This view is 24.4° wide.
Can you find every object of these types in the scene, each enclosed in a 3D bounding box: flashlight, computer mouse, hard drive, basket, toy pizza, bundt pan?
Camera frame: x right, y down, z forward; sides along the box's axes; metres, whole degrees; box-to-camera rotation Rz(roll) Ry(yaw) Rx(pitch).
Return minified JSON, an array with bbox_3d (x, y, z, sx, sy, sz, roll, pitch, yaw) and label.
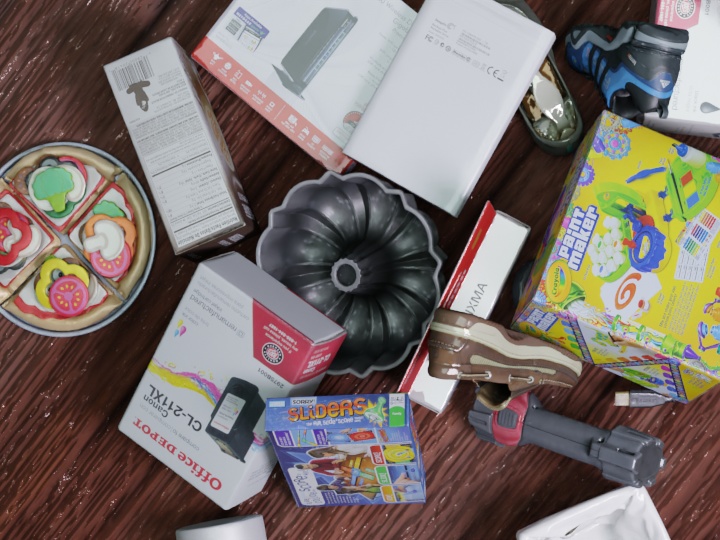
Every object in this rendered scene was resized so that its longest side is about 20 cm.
[{"bbox_3d":[0.198,0.156,1.593,0.198,0.068,0.068,16,53,39],"label":"flashlight"},{"bbox_3d":[0.243,0.064,1.649,0.197,0.046,0.142,5,79,-5],"label":"computer mouse"},{"bbox_3d":[0.086,-0.172,1.631,0.131,0.027,0.202,29,90,13],"label":"hard drive"},{"bbox_3d":[0.241,0.316,1.593,0.134,0.123,0.202,-22,84,0],"label":"basket"},{"bbox_3d":[-0.310,-0.033,1.718,0.197,0.032,0.203,0,87,6],"label":"toy pizza"},{"bbox_3d":[0.000,0.000,1.644,0.199,0.076,0.205,3,98,23],"label":"bundt pan"}]

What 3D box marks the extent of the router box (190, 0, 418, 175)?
[{"bbox_3d":[-0.041,-0.224,1.692,0.199,0.049,0.180,38,91,6],"label":"router box"}]

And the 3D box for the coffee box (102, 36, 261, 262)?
[{"bbox_3d":[-0.177,-0.118,1.669,0.079,0.114,0.202,-22,86,4],"label":"coffee box"}]

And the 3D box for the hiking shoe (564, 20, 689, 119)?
[{"bbox_3d":[0.242,-0.189,1.591,0.073,0.200,0.088,9,93,-14],"label":"hiking shoe"}]

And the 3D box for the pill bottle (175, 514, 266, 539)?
[{"bbox_3d":[-0.123,0.348,1.637,0.113,0.114,0.203,-10,86,5],"label":"pill bottle"}]

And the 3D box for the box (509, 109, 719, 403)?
[{"bbox_3d":[0.271,-0.011,1.581,0.191,0.122,0.202,23,75,0],"label":"box"}]

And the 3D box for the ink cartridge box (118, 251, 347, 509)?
[{"bbox_3d":[-0.127,0.108,1.628,0.145,0.083,0.201,33,109,15],"label":"ink cartridge box"}]

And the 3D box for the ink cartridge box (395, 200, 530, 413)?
[{"bbox_3d":[0.102,0.039,1.599,0.044,0.176,0.202,26,90,7],"label":"ink cartridge box"}]

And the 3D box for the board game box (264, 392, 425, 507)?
[{"bbox_3d":[-0.011,0.175,1.594,0.133,0.201,0.035,-2,62,5],"label":"board game box"}]

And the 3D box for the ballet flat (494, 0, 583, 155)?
[{"bbox_3d":[0.166,-0.209,1.663,0.067,0.064,0.202,-29,84,3],"label":"ballet flat"}]

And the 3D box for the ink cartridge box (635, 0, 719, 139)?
[{"bbox_3d":[0.380,-0.202,1.631,0.197,0.085,0.148,7,88,4],"label":"ink cartridge box"}]

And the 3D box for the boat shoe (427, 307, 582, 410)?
[{"bbox_3d":[0.130,0.093,1.556,0.074,0.201,0.076,9,82,48],"label":"boat shoe"}]
